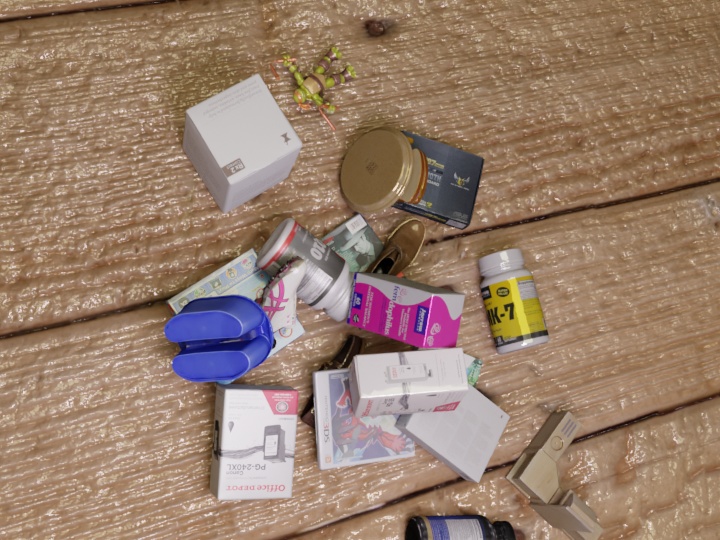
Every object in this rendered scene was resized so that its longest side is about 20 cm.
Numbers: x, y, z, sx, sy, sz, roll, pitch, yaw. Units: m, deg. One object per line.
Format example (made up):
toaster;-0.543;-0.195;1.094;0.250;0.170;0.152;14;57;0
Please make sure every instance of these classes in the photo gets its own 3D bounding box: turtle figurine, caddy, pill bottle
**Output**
turtle figurine;-0.085;-0.389;1.772;0.200;0.065;0.161;45;64;8
caddy;-0.256;0.120;1.517;0.197;0.105;0.143;-5;102;19
pill bottle;0.314;0.064;1.747;0.113;0.114;0.203;-11;80;-16
pill bottle;-0.093;0.001;1.629;0.199;0.114;0.115;37;72;-15
pill bottle;0.193;0.529;1.616;0.197;0.112;0.114;3;77;-14

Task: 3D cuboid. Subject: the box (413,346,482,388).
box;0.154;0.253;1.706;0.143;0.036;0.202;21;76;-9

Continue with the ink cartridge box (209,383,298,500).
ink cartridge box;-0.196;0.317;1.552;0.143;0.083;0.203;4;88;-22

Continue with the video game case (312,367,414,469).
video game case;0.008;0.278;1.615;0.197;0.023;0.185;-3;89;-22

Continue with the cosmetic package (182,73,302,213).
cosmetic package;-0.234;-0.242;1.631;0.164;0.200;0.166;-32;87;-19

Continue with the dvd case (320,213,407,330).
dvd case;0.000;0.000;1.731;0.145;0.022;0.201;-35;89;-18

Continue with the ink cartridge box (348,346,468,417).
ink cartridge box;0.084;0.206;1.530;0.197;0.147;0.084;-4;67;-7

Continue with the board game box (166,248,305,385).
board game box;-0.241;0.094;1.632;0.199;0.056;0.197;-32;87;-18

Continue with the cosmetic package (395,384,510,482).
cosmetic package;0.184;0.297;1.652;0.199;0.052;0.152;39;70;-17

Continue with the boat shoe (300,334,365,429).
boat shoe;-0.054;0.214;1.644;0.070;0.070;0.202;26;73;-12

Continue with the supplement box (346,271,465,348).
supplement box;0.082;0.072;1.555;0.103;0.198;0.103;4;97;-48

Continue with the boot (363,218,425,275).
boot;0.074;-0.031;1.707;0.073;0.075;0.201;40;71;-1

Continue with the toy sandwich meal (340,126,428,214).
toy sandwich meal;0.048;-0.201;1.724;0.070;0.203;0.208;20;69;-50

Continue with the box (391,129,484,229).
box;0.154;-0.193;1.796;0.198;0.051;0.160;18;74;-9

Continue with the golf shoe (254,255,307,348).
golf shoe;-0.145;0.059;1.555;0.092;0.201;0.073;36;29;-4

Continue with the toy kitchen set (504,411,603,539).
toy kitchen set;0.437;0.416;1.674;0.200;0.163;0.181;43;72;-2
